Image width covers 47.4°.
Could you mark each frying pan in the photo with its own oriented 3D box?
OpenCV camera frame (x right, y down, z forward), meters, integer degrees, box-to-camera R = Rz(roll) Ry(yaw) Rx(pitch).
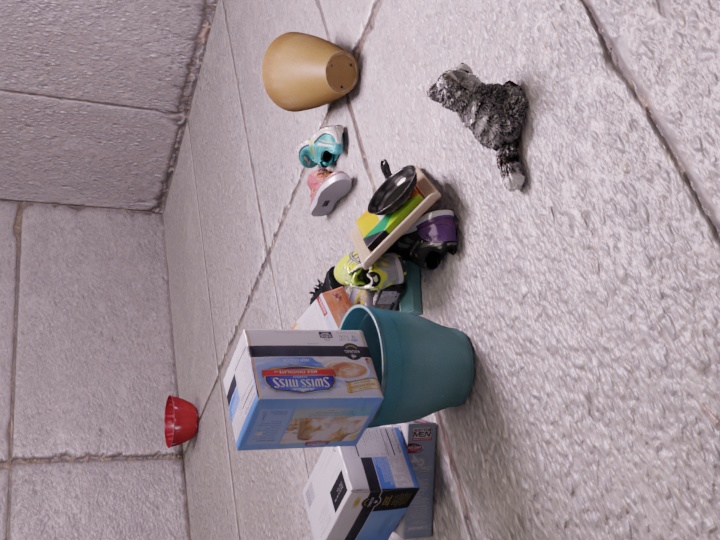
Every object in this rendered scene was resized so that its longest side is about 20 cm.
[{"bbox_3d":[0.047,-0.146,1.483,0.115,0.031,0.190,-49,21,-5],"label":"frying pan"}]

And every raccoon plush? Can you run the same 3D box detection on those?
[{"bbox_3d":[0.180,-0.225,1.242,0.097,0.133,0.201,126,141,-49],"label":"raccoon plush"}]

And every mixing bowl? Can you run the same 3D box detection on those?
[{"bbox_3d":[-0.690,0.584,3.178,0.200,0.108,0.202,-177,90,-66],"label":"mixing bowl"}]

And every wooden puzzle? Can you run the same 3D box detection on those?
[{"bbox_3d":[0.053,-0.104,1.487,0.185,0.037,0.200,-45,19,10],"label":"wooden puzzle"}]

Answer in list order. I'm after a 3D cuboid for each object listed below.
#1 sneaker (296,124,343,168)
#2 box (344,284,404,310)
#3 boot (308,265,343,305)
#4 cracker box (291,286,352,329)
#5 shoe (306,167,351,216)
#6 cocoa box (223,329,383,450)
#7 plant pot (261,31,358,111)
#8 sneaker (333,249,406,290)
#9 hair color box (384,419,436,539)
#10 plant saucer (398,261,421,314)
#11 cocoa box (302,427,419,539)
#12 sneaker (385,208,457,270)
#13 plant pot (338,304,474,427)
[{"bbox_3d":[-0.097,-0.282,1.970,0.200,0.077,0.080,-28,71,63],"label":"sneaker"},{"bbox_3d":[0.023,0.038,1.655,0.201,0.048,0.159,112,151,-47],"label":"box"},{"bbox_3d":[-0.061,0.102,1.838,0.163,0.073,0.199,124,140,-55],"label":"boot"},{"bbox_3d":[-0.065,0.136,1.697,0.135,0.057,0.200,64,150,13],"label":"cracker box"},{"bbox_3d":[-0.080,-0.206,1.916,0.200,0.071,0.092,134,129,-62],"label":"shoe"},{"bbox_3d":[-0.089,0.181,1.244,0.132,0.199,0.134,-110,33,-40],"label":"cocoa box"},{"bbox_3d":[-0.100,-0.457,1.897,0.200,0.185,0.188,19,105,51],"label":"plant pot"},{"bbox_3d":[0.000,0.000,1.520,0.200,0.076,0.076,-6,99,57],"label":"sneaker"},{"bbox_3d":[0.085,0.368,1.480,0.099,0.060,0.202,-179,92,-66],"label":"hair color box"},{"bbox_3d":[0.090,-0.011,1.571,0.070,0.019,0.201,153,118,-63],"label":"plant saucer"},{"bbox_3d":[-0.003,0.386,1.440,0.134,0.130,0.201,-111,34,-43],"label":"cocoa box"},{"bbox_3d":[0.099,-0.035,1.471,0.200,0.075,0.088,-32,64,54],"label":"sneaker"},{"bbox_3d":[0.078,0.159,1.365,0.200,0.187,0.202,-178,90,-66],"label":"plant pot"}]
